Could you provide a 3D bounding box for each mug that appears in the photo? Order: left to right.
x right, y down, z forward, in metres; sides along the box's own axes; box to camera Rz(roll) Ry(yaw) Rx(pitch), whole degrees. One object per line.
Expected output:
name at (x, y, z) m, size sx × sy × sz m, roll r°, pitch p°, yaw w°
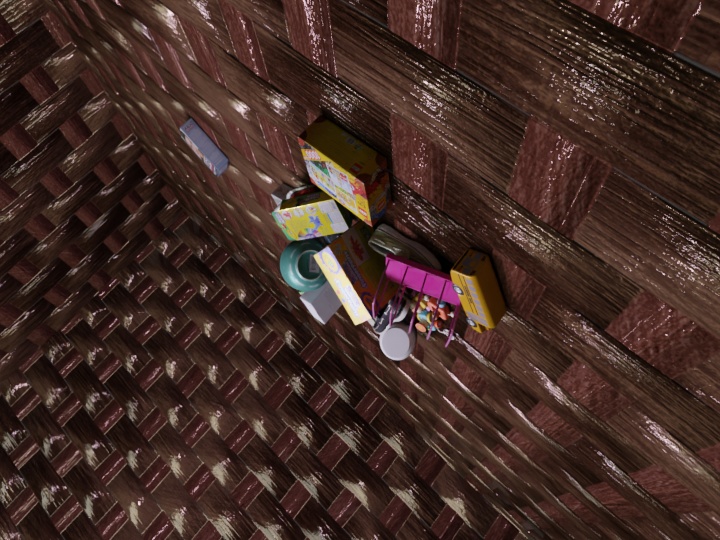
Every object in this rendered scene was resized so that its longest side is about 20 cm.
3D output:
mug at (-0.169, -0.029, 1.564) m, size 0.186 × 0.152 × 0.114 m, roll 49°, pitch 167°, yaw -14°

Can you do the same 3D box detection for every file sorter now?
file sorter at (0.131, 0.074, 1.198) m, size 0.193 × 0.129 × 0.140 m, roll 20°, pitch 162°, yaw 9°

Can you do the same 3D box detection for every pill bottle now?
pill bottle at (0.114, 0.206, 1.587) m, size 0.112 × 0.113 × 0.200 m, roll 42°, pitch -174°, yaw 8°

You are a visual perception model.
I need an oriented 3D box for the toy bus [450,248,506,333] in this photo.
toy bus at (0.246, 0.050, 1.084) m, size 0.077 × 0.065 × 0.203 m, roll 23°, pitch 152°, yaw 45°

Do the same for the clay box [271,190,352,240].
clay box at (-0.130, -0.146, 1.409) m, size 0.193 × 0.049 × 0.116 m, roll -7°, pitch 136°, yaw 24°

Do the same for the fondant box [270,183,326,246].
fondant box at (-0.177, -0.172, 1.627) m, size 0.197 × 0.058 × 0.146 m, roll 30°, pitch 157°, yaw 40°

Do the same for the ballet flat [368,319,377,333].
ballet flat at (0.030, 0.109, 1.682) m, size 0.205 × 0.068 × 0.069 m, roll 64°, pitch 160°, yaw -9°

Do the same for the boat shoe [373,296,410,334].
boat shoe at (0.072, 0.121, 1.466) m, size 0.059 × 0.076 × 0.200 m, roll 27°, pitch 154°, yaw -9°

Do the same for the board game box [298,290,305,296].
board game box at (-0.130, 0.040, 1.777) m, size 0.028 × 0.204 × 0.136 m, roll -5°, pitch 135°, yaw 31°

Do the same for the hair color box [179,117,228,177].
hair color box at (-0.579, -0.454, 1.957) m, size 0.201 × 0.061 × 0.099 m, roll 49°, pitch 164°, yaw -6°

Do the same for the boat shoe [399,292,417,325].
boat shoe at (0.087, 0.084, 1.556) m, size 0.198 × 0.065 × 0.073 m, roll 39°, pitch 161°, yaw 21°

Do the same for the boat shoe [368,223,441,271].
boat shoe at (0.102, -0.037, 1.240) m, size 0.197 × 0.062 × 0.073 m, roll 34°, pitch 161°, yaw 32°

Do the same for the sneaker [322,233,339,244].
sneaker at (-0.046, -0.049, 1.560) m, size 0.081 × 0.073 × 0.202 m, roll 26°, pitch 155°, yaw 49°

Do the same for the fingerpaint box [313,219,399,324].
fingerpaint box at (0.000, 0.000, 1.317) m, size 0.072 × 0.166 × 0.204 m, roll -25°, pitch 101°, yaw 47°

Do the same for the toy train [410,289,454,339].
toy train at (0.192, 0.129, 1.421) m, size 0.149 × 0.056 × 0.202 m, roll 36°, pitch 160°, yaw 32°

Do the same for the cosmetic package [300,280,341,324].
cosmetic package at (-0.089, 0.056, 1.691) m, size 0.070 × 0.201 × 0.103 m, roll 23°, pitch 154°, yaw 47°

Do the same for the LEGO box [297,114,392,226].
LEGO box at (-0.031, -0.213, 1.130) m, size 0.198 × 0.077 × 0.150 m, roll 38°, pitch 162°, yaw 25°

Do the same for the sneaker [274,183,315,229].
sneaker at (-0.171, -0.174, 1.481) m, size 0.199 × 0.075 × 0.087 m, roll -38°, pitch 73°, yaw 52°
